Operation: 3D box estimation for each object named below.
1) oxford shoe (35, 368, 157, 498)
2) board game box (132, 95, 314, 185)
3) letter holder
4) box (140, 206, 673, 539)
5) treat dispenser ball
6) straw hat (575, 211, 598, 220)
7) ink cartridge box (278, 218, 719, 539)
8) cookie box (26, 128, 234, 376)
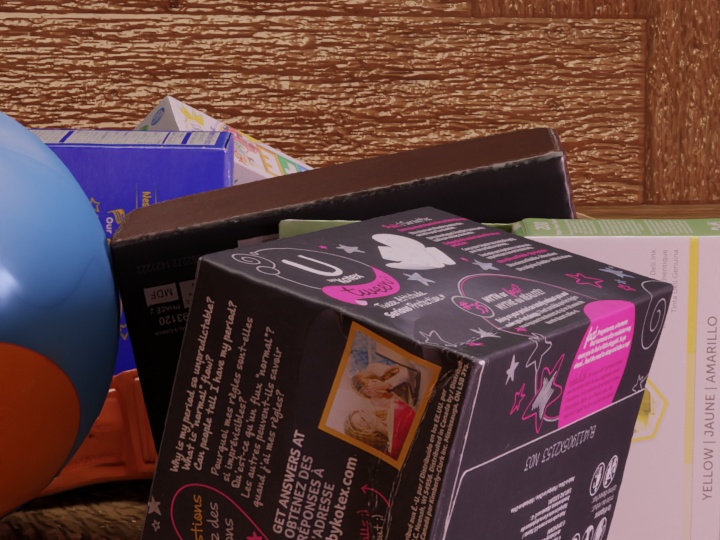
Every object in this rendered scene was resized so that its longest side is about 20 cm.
[{"bbox_3d":[-0.158,0.083,1.157,0.198,0.072,0.073,3,-15,-17],"label":"oxford shoe"},{"bbox_3d":[-0.080,-0.013,1.374,0.199,0.134,0.034,25,32,-42],"label":"board game box"},{"bbox_3d":[0.000,0.000,1.074,0.198,0.101,0.142,-11,13,4],"label":"letter holder"},{"bbox_3d":[0.018,0.060,0.871,0.114,0.133,0.200,20,15,23],"label":"box"},{"bbox_3d":[-0.203,0.020,1.015,0.199,0.203,0.201,0,6,0],"label":"treat dispenser ball"},{"bbox_3d":[0.072,0.058,1.194,0.200,0.202,0.085,3,48,22],"label":"straw hat"},{"bbox_3d":[0.065,0.052,0.987,0.198,0.147,0.048,0,11,-1],"label":"ink cartridge box"},{"bbox_3d":[-0.165,0.012,1.254,0.198,0.173,0.075,1,13,0],"label":"cookie box"}]
